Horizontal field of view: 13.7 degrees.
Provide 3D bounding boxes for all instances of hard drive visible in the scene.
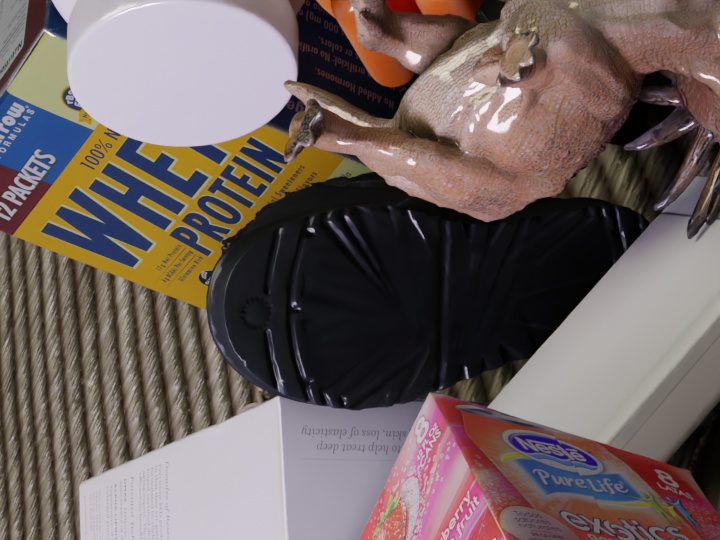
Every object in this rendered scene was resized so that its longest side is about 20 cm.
[{"bbox_3d":[0.075,0.051,1.015,0.200,0.027,0.132,-49,12,-6],"label":"hard drive"}]

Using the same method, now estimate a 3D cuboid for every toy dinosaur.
[{"bbox_3d":[0.061,-0.055,1.028,0.199,0.135,0.086,-22,50,42],"label":"toy dinosaur"}]

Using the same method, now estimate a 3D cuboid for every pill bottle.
[{"bbox_3d":[-0.076,-0.159,1.261,0.116,0.115,0.201,-46,38,43],"label":"pill bottle"}]

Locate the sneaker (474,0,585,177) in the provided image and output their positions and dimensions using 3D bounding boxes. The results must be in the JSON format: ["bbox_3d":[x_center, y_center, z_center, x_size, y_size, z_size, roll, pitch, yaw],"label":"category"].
[{"bbox_3d":[0.090,-0.118,1.080,0.200,0.070,0.090,129,154,-49],"label":"sneaker"}]

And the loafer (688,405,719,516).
[{"bbox_3d":[0.137,0.085,0.890,0.076,0.069,0.200,-62,22,15],"label":"loafer"}]

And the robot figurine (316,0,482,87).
[{"bbox_3d":[0.032,-0.180,1.328,0.144,0.116,0.201,-39,35,50],"label":"robot figurine"}]

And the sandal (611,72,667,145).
[{"bbox_3d":[0.130,-0.126,1.140,0.201,0.048,0.076,117,150,-51],"label":"sandal"}]

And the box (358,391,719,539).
[{"bbox_3d":[0.031,0.152,0.868,0.201,0.094,0.103,-66,23,17],"label":"box"}]

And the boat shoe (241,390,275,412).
[{"bbox_3d":[-0.047,0.105,1.320,0.067,0.057,0.201,10,79,68],"label":"boat shoe"}]

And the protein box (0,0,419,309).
[{"bbox_3d":[-0.076,-0.110,1.403,0.135,0.198,0.201,-46,30,44],"label":"protein box"}]

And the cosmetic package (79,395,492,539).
[{"bbox_3d":[-0.025,0.106,1.175,0.200,0.112,0.082,-27,63,57],"label":"cosmetic package"}]

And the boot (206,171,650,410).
[{"bbox_3d":[-0.001,-0.001,1.144,0.162,0.197,0.074,12,108,58],"label":"boot"}]
